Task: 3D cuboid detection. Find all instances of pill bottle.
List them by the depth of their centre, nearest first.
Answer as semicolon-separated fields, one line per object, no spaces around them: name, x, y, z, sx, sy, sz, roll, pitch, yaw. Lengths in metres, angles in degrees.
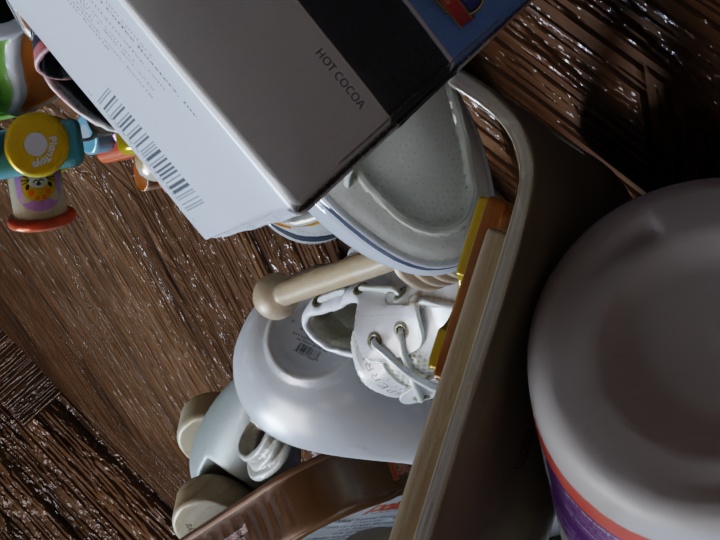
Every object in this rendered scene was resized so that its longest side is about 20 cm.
pill bottle;0.116;0.068;0.635;0.111;0.111;0.200;41;166;28

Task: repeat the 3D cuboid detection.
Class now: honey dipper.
honey dipper;0.000;0.000;0.877;0.038;0.038;0.200;50;152;-11

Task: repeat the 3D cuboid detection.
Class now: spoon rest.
spoon rest;0.021;0.063;1.011;0.199;0.100;0.061;27;163;30

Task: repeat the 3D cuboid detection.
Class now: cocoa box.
cocoa box;-0.046;-0.128;0.555;0.200;0.131;0.133;50;168;-7

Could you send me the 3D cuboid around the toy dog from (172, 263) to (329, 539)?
toy dog;-0.035;0.088;1.148;0.096;0.133;0.200;21;151;-18

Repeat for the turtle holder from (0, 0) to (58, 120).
turtle holder;-0.200;-0.161;0.974;0.187;0.140;0.132;63;166;-8

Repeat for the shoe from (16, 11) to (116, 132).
shoe;-0.112;-0.121;0.764;0.199;0.091;0.072;27;160;9

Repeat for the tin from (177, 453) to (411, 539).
tin;-0.043;0.150;1.110;0.112;0.199;0.042;0;-120;-57

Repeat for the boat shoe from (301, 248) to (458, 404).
boat shoe;0.030;0.031;0.909;0.071;0.069;0.200;54;166;-17

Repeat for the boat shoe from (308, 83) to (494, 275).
boat shoe;-0.004;-0.087;0.697;0.203;0.074;0.086;61;161;-12

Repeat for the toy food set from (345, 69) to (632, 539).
toy food set;0.024;0.046;0.626;0.060;0.202;0.143;17;180;20

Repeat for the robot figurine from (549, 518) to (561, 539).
robot figurine;0.091;0.148;0.825;0.125;0.149;0.202;148;110;-73

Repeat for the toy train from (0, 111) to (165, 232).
toy train;-0.140;-0.054;1.025;0.149;0.199;0.056;-7;96;48

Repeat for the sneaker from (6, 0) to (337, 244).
sneaker;-0.071;-0.091;0.877;0.199;0.079;0.079;38;173;-5
